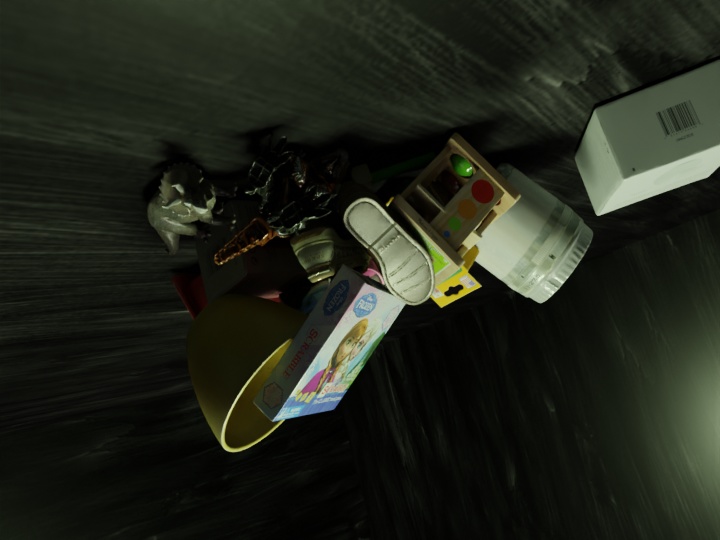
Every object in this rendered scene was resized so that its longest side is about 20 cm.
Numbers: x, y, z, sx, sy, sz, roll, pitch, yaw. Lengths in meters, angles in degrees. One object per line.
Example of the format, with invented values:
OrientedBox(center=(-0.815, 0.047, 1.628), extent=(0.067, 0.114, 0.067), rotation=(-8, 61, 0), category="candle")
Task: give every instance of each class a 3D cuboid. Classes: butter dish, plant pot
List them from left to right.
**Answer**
OrientedBox(center=(-0.156, 0.116, 0.751), extent=(0.200, 0.141, 0.202), rotation=(-44, 157, -25), category="plant pot")
OrientedBox(center=(-0.196, 0.048, 0.978), extent=(0.148, 0.201, 0.198), rotation=(-45, 158, 16), category="butter dish")

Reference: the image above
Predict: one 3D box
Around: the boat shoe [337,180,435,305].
OrientedBox(center=(0.038, -0.039, 0.731), extent=(0.071, 0.069, 0.201), rotation=(-31, 126, 6), category="boat shoe")

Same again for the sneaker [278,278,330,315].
OrientedBox(center=(-0.067, 0.073, 0.876), extent=(0.076, 0.093, 0.200), rotation=(-17, 165, 9), category="sneaker")

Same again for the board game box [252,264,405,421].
OrientedBox(center=(-0.030, 0.102, 0.743), extent=(0.202, 0.041, 0.199), rotation=(-56, 159, 4), category="board game box")

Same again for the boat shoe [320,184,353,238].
OrientedBox(center=(-0.018, -0.058, 0.813), extent=(0.066, 0.075, 0.200), rotation=(-42, 146, 0), category="boat shoe")

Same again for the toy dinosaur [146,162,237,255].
OrientedBox(center=(-0.211, -0.076, 0.662), extent=(0.100, 0.080, 0.197), rotation=(17, 160, -36), category="toy dinosaur")

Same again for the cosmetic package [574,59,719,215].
OrientedBox(center=(0.469, -0.200, 0.878), extent=(0.194, 0.126, 0.200), rotation=(-19, 166, 9), category="cosmetic package")

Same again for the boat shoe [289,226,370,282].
OrientedBox(center=(-0.033, -0.006, 0.733), extent=(0.072, 0.064, 0.199), rotation=(-22, 167, 18), category="boat shoe")

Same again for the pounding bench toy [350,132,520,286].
OrientedBox(center=(0.099, -0.113, 0.785), extent=(0.156, 0.200, 0.124), rotation=(-45, 177, -15), category="pounding bench toy")

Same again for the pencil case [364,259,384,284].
OrientedBox(center=(0.000, 0.000, 0.957), extent=(0.088, 0.096, 0.201), rotation=(-10, -158, 1), category="pencil case")

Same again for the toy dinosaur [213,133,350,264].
OrientedBox(center=(-0.085, -0.076, 0.657), extent=(0.100, 0.204, 0.136), rotation=(28, 167, -3), category="toy dinosaur")

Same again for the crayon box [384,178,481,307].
OrientedBox(center=(0.107, -0.040, 0.917), extent=(0.052, 0.200, 0.125), rotation=(-49, -174, -31), category="crayon box")

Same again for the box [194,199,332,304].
OrientedBox(center=(-0.130, -0.027, 0.835), extent=(0.196, 0.112, 0.127), rotation=(-4, 162, -44), category="box")

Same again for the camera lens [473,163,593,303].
OrientedBox(center=(0.261, -0.066, 0.922), extent=(0.162, 0.198, 0.160), rotation=(-53, 173, -9), category="camera lens")
